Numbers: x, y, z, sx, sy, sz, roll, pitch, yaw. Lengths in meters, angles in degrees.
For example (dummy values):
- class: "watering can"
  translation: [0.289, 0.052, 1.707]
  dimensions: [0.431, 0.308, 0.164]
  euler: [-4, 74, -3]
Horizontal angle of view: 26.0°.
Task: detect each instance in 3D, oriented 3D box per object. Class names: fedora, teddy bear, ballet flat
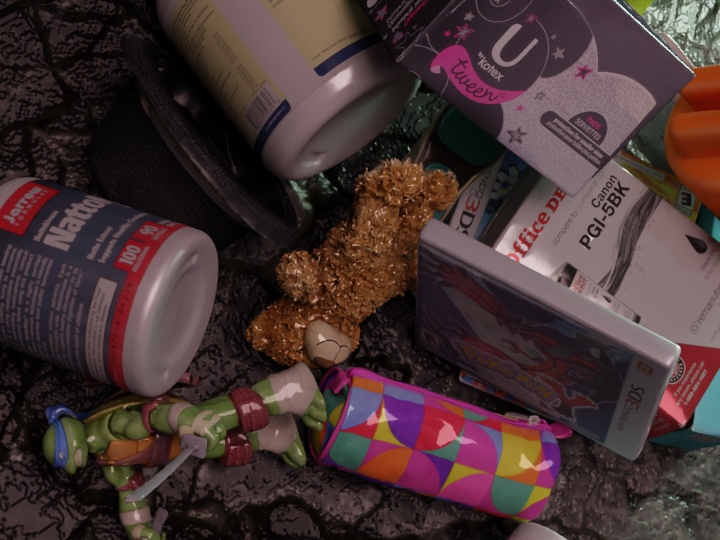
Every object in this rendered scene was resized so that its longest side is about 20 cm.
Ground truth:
- class: "fedora"
  translation: [-0.135, -0.074, 1.152]
  dimensions: [0.091, 0.201, 0.201]
  euler: [-39, 96, 10]
- class: "teddy bear"
  translation: [0.000, 0.000, 1.162]
  dimensions: [0.200, 0.145, 0.067]
  euler: [-47, 67, 3]
- class: "ballet flat"
  translation: [0.067, -0.093, 1.240]
  dimensions: [0.069, 0.069, 0.200]
  euler: [41, 93, -9]

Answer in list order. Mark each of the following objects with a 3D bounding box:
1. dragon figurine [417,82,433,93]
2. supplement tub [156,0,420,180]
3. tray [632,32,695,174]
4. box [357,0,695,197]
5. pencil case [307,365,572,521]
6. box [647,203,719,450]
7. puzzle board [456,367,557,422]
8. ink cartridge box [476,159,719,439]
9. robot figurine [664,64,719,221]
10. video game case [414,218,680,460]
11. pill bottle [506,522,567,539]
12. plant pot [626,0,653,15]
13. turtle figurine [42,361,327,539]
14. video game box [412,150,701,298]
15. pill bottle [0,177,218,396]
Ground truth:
- class: "dragon figurine"
  translation: [0.042, -0.196, 1.257]
  dimensions: [0.199, 0.059, 0.100]
  euler: [8, 94, 6]
- class: "supplement tub"
  translation: [-0.063, -0.185, 1.177]
  dimensions: [0.145, 0.145, 0.200]
  euler: [-32, 77, -23]
- class: "tray"
  translation: [0.255, -0.117, 1.285]
  dimensions: [0.200, 0.107, 0.022]
  euler: [44, 62, -33]
- class: "box"
  translation: [0.114, -0.166, 1.099]
  dimensions: [0.200, 0.115, 0.132]
  euler: [33, 108, -36]
- class: "pencil case"
  translation: [0.059, 0.132, 1.210]
  dimensions: [0.199, 0.088, 0.089]
  euler: [15, 74, -19]
- class: "box"
  translation: [0.288, 0.046, 1.316]
  dimensions: [0.049, 0.082, 0.201]
  euler: [13, 75, -16]
- class: "puzzle board"
  translation: [0.173, 0.025, 1.311]
  dimensions: [0.150, 0.017, 0.201]
  euler: [22, 73, -15]
- class: "ink cartridge box"
  translation: [0.191, 0.012, 1.210]
  dimensions: [0.200, 0.083, 0.147]
  euler: [36, 72, -4]
- class: "robot figurine"
  translation: [0.311, -0.087, 1.198]
  dimensions: [0.200, 0.116, 0.144]
  euler: [35, 23, -44]
- class: "video game case"
  translation: [0.130, 0.056, 1.155]
  dimensions: [0.199, 0.183, 0.023]
  euler: [29, 66, 15]
- class: "pill bottle"
  translation: [0.094, 0.291, 1.176]
  dimensions: [0.111, 0.111, 0.200]
  euler: [45, 68, -7]
- class: "plant pot"
  translation: [0.162, -0.309, 1.213]
  dimensions: [0.199, 0.181, 0.200]
  euler: [13, 66, -32]
- class: "turtle figurine"
  translation: [-0.116, 0.148, 1.110]
  dimensions: [0.193, 0.200, 0.145]
  euler: [-13, 118, -27]
- class: "video game box"
  translation: [0.165, -0.023, 1.280]
  dimensions: [0.199, 0.047, 0.183]
  euler: [23, 74, -8]
- class: "pill bottle"
  translation: [-0.211, 0.002, 1.080]
  dimensions: [0.199, 0.120, 0.120]
  euler: [17, 71, 14]
